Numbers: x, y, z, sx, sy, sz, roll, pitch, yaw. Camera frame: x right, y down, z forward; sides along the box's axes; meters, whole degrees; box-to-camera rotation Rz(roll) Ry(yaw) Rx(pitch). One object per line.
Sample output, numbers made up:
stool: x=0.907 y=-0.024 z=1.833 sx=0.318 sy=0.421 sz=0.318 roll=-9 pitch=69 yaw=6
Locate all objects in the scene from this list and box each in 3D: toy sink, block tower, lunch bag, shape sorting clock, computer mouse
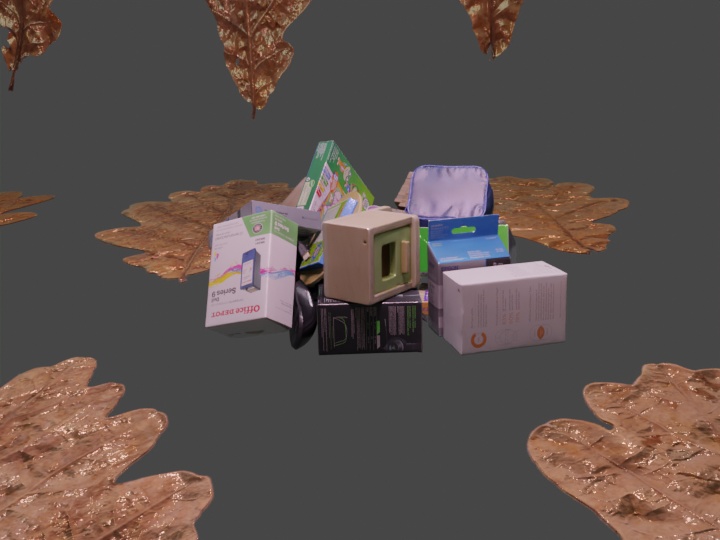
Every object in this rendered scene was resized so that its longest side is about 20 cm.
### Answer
toy sink: x=0.036 y=-0.031 z=1.478 sx=0.110 sy=0.133 sz=0.198 roll=9 pitch=16 yaw=35
block tower: x=0.102 y=-0.129 z=1.921 sx=0.053 sy=0.058 sz=0.202 roll=11 pitch=61 yaw=33
lunch bag: x=0.190 y=-0.137 z=1.832 sx=0.196 sy=0.138 sz=0.133 roll=4 pitch=-24 yaw=17
shape sorting clock: x=-0.055 y=-0.060 z=1.604 sx=0.039 sy=0.202 sz=0.200 roll=30 pitch=7 yaw=-16
computer mouse: x=-0.098 y=0.039 z=1.522 sx=0.045 sy=0.143 sz=0.201 roll=8 pitch=31 yaw=-17

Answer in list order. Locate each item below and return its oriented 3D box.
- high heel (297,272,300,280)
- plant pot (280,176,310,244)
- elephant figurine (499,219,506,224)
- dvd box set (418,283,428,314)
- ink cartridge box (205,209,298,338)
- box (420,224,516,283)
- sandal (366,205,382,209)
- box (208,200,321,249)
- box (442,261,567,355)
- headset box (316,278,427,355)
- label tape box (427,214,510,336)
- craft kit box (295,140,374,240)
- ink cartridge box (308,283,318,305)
high heel: x=-0.175 y=-0.003 z=1.706 sx=0.195 sy=0.069 sz=0.096 roll=-6 pitch=2 yaw=12
plant pot: x=-0.112 y=-0.104 z=1.882 sx=0.197 sy=0.176 sz=0.200 roll=26 pitch=-12 yaw=6
elephant figurine: x=0.217 y=-0.068 z=1.982 sx=0.197 sy=0.156 sz=0.143 roll=26 pitch=56 yaw=5
dvd box set: x=0.194 y=0.055 z=1.689 sx=0.195 sy=0.030 sz=0.147 roll=-1 pitch=14 yaw=7
ink cartridge box: x=-0.195 y=0.010 z=1.523 sx=0.143 sy=0.204 sz=0.087 roll=-10 pitch=-20 yaw=31
box: x=0.219 y=-0.026 z=1.743 sx=0.196 sy=0.099 sz=0.176 roll=-1 pitch=-9 yaw=17
sandal: x=0.043 y=-0.079 z=1.785 sx=0.081 sy=0.050 sz=0.205 roll=3 pitch=40 yaw=-17
box: x=-0.191 y=-0.078 z=1.665 sx=0.153 sy=0.042 sz=0.199 roll=7 pitch=-20 yaw=-32
box: x=0.250 y=0.063 z=1.472 sx=0.196 sy=0.127 sz=0.097 roll=-5 pitch=15 yaw=-14
headset box: x=0.021 y=0.077 z=1.512 sx=0.195 sy=0.095 sz=0.174 roll=-2 pitch=15 yaw=-2
label tape box: x=0.197 y=0.009 z=1.531 sx=0.140 sy=0.205 sz=0.066 roll=-6 pitch=17 yaw=-13
craft kit box: x=-0.054 y=-0.133 z=1.793 sx=0.048 sy=0.198 sz=0.203 roll=-1 pitch=57 yaw=30
ink cartridge box: x=-0.120 y=0.058 z=1.701 sx=0.195 sy=0.044 sz=0.198 roll=-3 pitch=14 yaw=-6
